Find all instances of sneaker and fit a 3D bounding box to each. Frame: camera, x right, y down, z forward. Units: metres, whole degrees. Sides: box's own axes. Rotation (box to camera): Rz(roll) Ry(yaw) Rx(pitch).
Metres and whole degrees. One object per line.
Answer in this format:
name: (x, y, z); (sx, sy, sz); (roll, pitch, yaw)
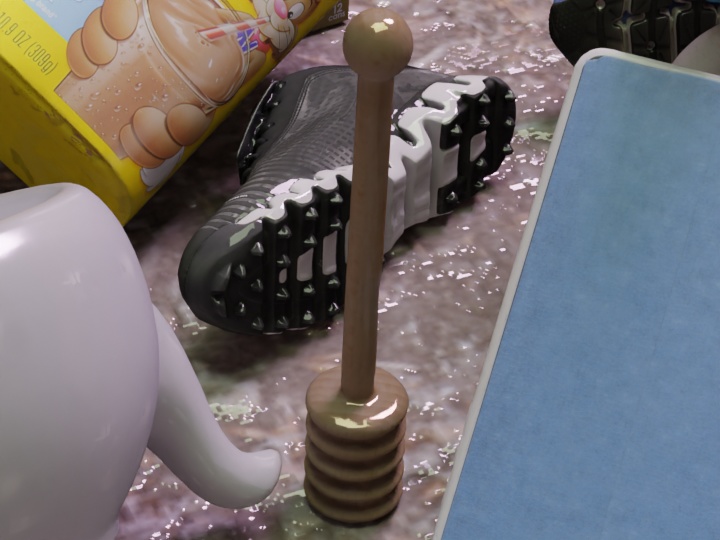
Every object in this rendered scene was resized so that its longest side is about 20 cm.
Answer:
sneaker: (-0.022, -0.037, 0.879); (0.090, 0.067, 0.200); (23, 38, 28)
sneaker: (0.167, -0.129, 1.007); (0.199, 0.079, 0.089); (-12, 32, -30)

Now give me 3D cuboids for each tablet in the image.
tablet: (0.109, 0.031, 0.731); (0.129, 0.014, 0.201); (15, 82, 16)

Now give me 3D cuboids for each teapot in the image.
teapot: (-0.150, 0.065, 0.683); (0.199, 0.147, 0.197); (-13, 9, 14)

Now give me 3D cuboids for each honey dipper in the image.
honey dipper: (0.000, 0.000, 0.718); (0.038, 0.201, 0.038); (1, 36, -1)

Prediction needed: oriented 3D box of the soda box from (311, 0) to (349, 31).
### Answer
soda box: (-0.104, -0.132, 0.994); (0.199, 0.064, 0.068); (-21, 43, -28)

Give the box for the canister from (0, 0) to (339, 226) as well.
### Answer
canister: (-0.089, -0.130, 0.902); (0.148, 0.087, 0.200); (43, 64, -4)

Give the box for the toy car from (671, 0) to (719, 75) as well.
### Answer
toy car: (0.170, -0.066, 0.820); (0.183, 0.201, 0.177); (17, 27, -8)
